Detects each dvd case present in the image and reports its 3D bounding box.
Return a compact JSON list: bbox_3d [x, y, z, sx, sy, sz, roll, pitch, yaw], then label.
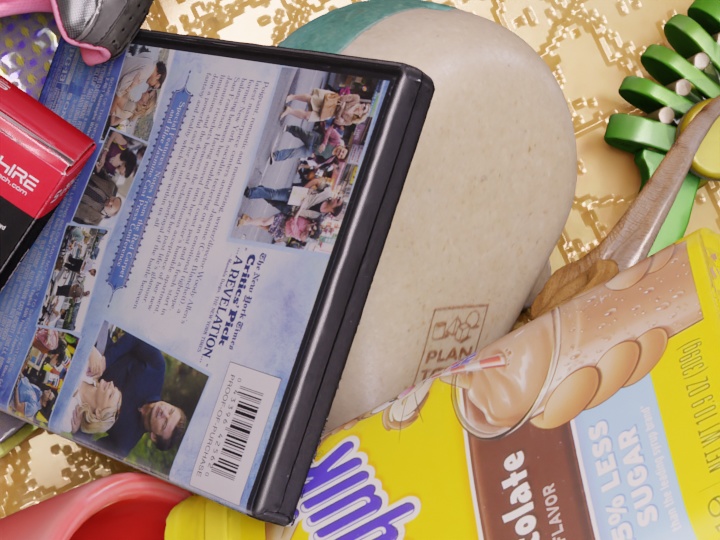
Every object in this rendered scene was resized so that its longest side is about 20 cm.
[{"bbox_3d":[-0.064,-0.008,0.703,0.017,0.199,0.144,22,85,-39],"label":"dvd case"}]

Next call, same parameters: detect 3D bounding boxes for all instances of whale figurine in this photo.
[{"bbox_3d":[0.000,0.000,0.770,0.158,0.103,0.201,-6,114,-44],"label":"whale figurine"}]

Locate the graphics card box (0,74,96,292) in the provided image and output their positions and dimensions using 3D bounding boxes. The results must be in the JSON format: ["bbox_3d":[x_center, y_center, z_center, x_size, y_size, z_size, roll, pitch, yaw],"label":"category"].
[{"bbox_3d":[-0.196,0.002,0.736,0.125,0.051,0.201,34,106,-5],"label":"graphics card box"}]

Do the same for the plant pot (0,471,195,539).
[{"bbox_3d":[-0.131,0.181,0.693,0.176,0.200,0.202,-14,90,23],"label":"plant pot"}]

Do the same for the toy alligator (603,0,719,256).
[{"bbox_3d":[0.149,-0.092,0.810,0.054,0.059,0.200,37,84,-4],"label":"toy alligator"}]

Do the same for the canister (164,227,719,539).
[{"bbox_3d":[0.044,0.089,0.631,0.199,0.149,0.087,-30,127,19],"label":"canister"}]

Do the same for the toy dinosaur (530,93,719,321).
[{"bbox_3d":[0.081,0.011,0.734,0.060,0.106,0.201,29,100,-11],"label":"toy dinosaur"}]

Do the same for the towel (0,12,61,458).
[{"bbox_3d":[-0.150,-0.034,0.791,0.143,0.023,0.201,-29,92,-6],"label":"towel"}]

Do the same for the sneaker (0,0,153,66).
[{"bbox_3d":[-0.151,-0.131,0.745,0.199,0.079,0.096,21,84,17],"label":"sneaker"}]
